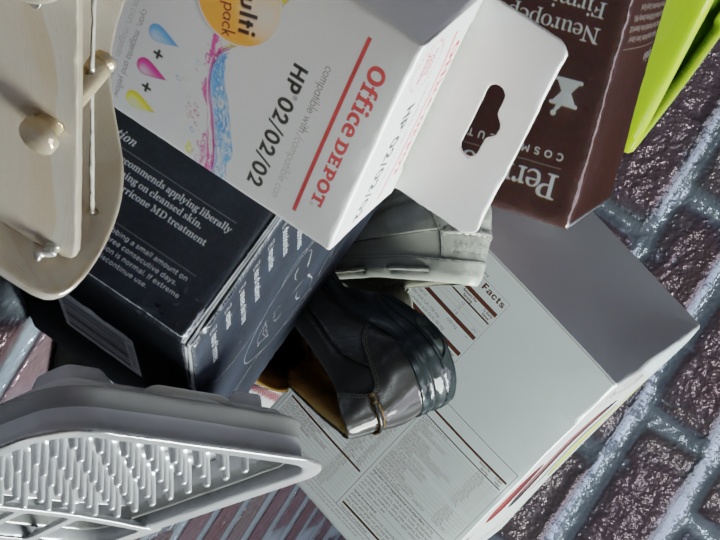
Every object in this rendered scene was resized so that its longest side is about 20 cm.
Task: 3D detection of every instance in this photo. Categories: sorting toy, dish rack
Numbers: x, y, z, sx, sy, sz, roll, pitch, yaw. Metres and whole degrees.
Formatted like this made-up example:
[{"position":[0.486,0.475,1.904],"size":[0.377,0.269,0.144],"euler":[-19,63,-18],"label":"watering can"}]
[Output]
[{"position":[-0.106,-0.122,0.767],"size":[0.180,0.106,0.200],"euler":[-60,173,-28],"label":"sorting toy"},{"position":[-0.136,0.090,1.046],"size":[0.171,0.044,0.200],"euler":[13,155,-41],"label":"dish rack"}]

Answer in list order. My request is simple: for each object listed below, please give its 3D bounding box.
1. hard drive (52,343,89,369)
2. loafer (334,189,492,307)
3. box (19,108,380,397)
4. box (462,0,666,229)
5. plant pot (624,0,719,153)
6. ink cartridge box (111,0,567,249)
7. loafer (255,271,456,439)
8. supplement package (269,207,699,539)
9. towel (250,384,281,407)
[{"position":[-0.111,-0.007,1.282],"size":[0.200,0.033,0.140],"euler":[-50,169,-34],"label":"hard drive"},{"position":[0.000,0.000,1.241],"size":[0.070,0.070,0.200],"euler":[5,164,-35],"label":"loafer"},{"position":[-0.072,-0.044,1.084],"size":[0.197,0.124,0.200],"euler":[-53,171,-16],"label":"box"},{"position":[0.086,-0.150,1.280],"size":[0.164,0.165,0.201],"euler":[-28,134,-74],"label":"box"},{"position":[0.199,-0.246,1.618],"size":[0.200,0.181,0.199],"euler":[-48,166,-41],"label":"plant pot"},{"position":[-0.027,-0.094,0.917],"size":[0.068,0.200,0.115],"euler":[-45,164,-51],"label":"ink cartridge box"},{"position":[-0.038,0.033,1.198],"size":[0.072,0.200,0.073],"euler":[-31,124,-29],"label":"loafer"},{"position":[0.076,0.067,1.365],"size":[0.200,0.147,0.191],"euler":[-48,169,24],"label":"supplement package"},{"position":[-0.045,0.014,1.377],"size":[0.200,0.030,0.146],"euler":[-57,147,0],"label":"towel"}]
